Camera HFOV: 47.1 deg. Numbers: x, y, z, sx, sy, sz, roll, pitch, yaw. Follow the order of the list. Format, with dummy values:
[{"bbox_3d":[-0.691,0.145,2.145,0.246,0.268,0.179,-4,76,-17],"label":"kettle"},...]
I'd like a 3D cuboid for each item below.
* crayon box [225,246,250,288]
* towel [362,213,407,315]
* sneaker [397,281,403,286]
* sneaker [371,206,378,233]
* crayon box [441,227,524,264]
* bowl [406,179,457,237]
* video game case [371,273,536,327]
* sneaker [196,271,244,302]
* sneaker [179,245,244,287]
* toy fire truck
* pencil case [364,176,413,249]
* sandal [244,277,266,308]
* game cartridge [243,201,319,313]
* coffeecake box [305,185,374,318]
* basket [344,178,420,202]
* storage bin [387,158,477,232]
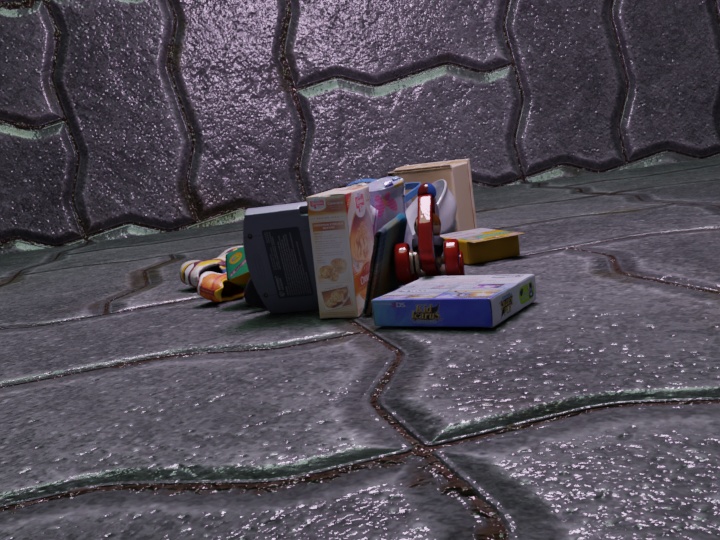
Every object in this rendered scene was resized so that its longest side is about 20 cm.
[{"bbox_3d":[-0.144,-0.021,1.572,0.198,0.059,0.118,-21,-27,25],"label":"crayon box"},{"bbox_3d":[0.042,-0.015,1.420,0.021,0.149,0.200,11,14,13],"label":"towel"},{"bbox_3d":[0.000,-0.001,1.612,0.106,0.069,0.201,-8,11,-22],"label":"sneaker"},{"bbox_3d":[-0.032,-0.053,1.644,0.113,0.202,0.073,24,34,-12],"label":"sneaker"},{"bbox_3d":[0.256,-0.053,1.787,0.124,0.053,0.200,-10,9,-18],"label":"crayon box"},{"bbox_3d":[0.165,-0.107,1.948,0.202,0.090,0.202,-49,14,17],"label":"bowl"},{"bbox_3d":[0.146,0.045,1.268,0.197,0.046,0.180,-2,9,33],"label":"video game case"},{"bbox_3d":[-0.255,0.029,1.699,0.076,0.074,0.200,20,23,20],"label":"sneaker"},{"bbox_3d":[-0.311,-0.002,1.898,0.198,0.076,0.090,-21,23,-33],"label":"sneaker"},{"bbox_3d":[0.120,-0.059,1.459,0.110,0.171,0.200,-6,-15,10],"label":"toy fire truck"},{"bbox_3d":[0.065,-0.091,1.705,0.090,0.203,0.083,-22,20,-25],"label":"pencil case"},{"bbox_3d":[-0.115,0.024,1.507,0.196,0.078,0.043,-8,2,-5],"label":"sandal"},{"bbox_3d":[-0.129,-0.020,1.420,0.131,0.203,0.042,-3,31,13],"label":"game cartridge"},{"bbox_3d":[-0.026,-0.035,1.411,0.072,0.204,0.153,-4,9,16],"label":"coffeecake box"},{"bbox_3d":[0.036,-0.159,1.999,0.174,0.141,0.199,-2,25,42],"label":"basket"},{"bbox_3d":[0.179,-0.165,2.076,0.196,0.204,0.093,-1,13,36],"label":"storage bin"}]
